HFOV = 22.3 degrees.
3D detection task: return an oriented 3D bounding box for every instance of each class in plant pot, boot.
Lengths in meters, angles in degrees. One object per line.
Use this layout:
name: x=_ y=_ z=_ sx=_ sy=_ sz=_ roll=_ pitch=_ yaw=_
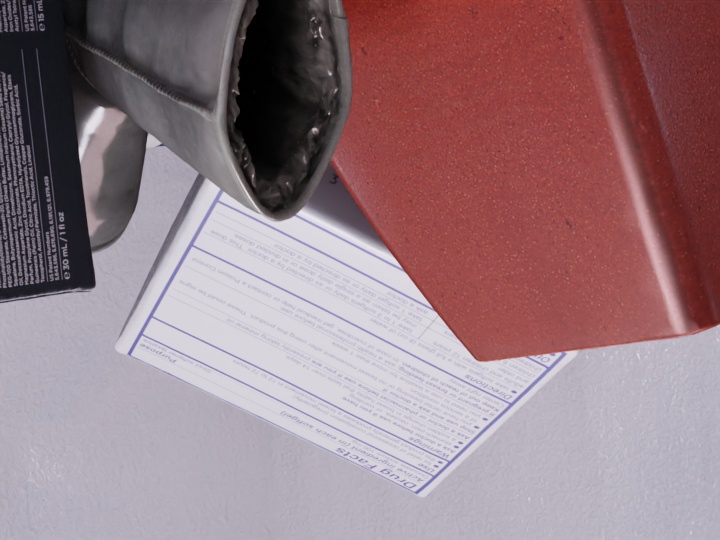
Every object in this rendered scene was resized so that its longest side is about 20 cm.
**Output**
plant pot: x=0.106 y=-0.071 z=0.731 sx=0.199 sy=0.177 sz=0.199 roll=-23 pitch=-173 yaw=-36
boot: x=-0.075 y=-0.061 z=0.725 sx=0.072 sy=0.183 sz=0.200 roll=-21 pitch=-147 yaw=-33

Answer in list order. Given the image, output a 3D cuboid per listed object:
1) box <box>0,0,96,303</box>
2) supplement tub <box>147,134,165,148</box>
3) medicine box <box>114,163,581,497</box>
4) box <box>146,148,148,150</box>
box: x=-0.189 y=-0.082 z=0.693 sx=0.141 sy=0.201 sz=0.079 roll=-9 pitch=-175 yaw=-44
supplement tub: x=-0.047 y=-0.143 z=0.962 sx=0.199 sy=0.145 sz=0.144 roll=-8 pitch=-176 yaw=-32
medicine box: x=0.000 y=0.000 z=0.887 sx=0.181 sy=0.103 sz=0.200 roll=27 pitch=148 yaw=-7
box: x=-0.230 y=-0.134 z=1.100 sx=0.199 sy=0.050 sz=0.160 roll=-1 pitch=145 yaw=44
